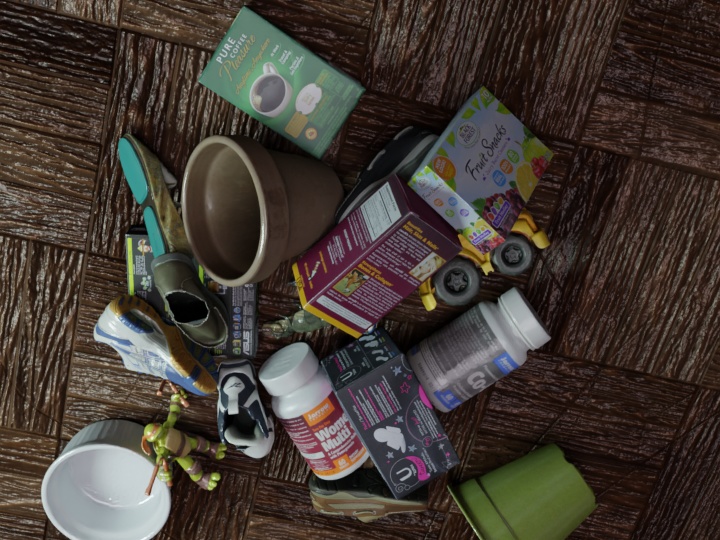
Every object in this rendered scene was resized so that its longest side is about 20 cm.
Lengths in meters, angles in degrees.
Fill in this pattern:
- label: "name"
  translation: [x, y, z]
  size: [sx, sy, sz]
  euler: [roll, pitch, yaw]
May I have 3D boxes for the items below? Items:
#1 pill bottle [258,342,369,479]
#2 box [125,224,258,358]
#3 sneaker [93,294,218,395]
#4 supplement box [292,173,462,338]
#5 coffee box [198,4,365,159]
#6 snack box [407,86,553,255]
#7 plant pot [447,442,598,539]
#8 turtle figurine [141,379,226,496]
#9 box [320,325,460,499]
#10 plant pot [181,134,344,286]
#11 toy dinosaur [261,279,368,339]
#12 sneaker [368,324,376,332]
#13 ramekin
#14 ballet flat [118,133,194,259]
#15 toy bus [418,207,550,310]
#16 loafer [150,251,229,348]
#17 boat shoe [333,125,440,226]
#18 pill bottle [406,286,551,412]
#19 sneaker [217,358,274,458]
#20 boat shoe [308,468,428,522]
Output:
- label: "pill bottle"
  translation: [-0.070, 0.218, 1.372]
  size: [0.109, 0.110, 0.200]
  euler: [-27, 111, 9]
- label: "box"
  translation: [-0.250, 0.035, 1.325]
  size: [0.192, 0.048, 0.201]
  euler: [3, 113, -1]
- label: "sneaker"
  translation: [-0.302, 0.122, 1.308]
  size: [0.200, 0.075, 0.088]
  euler: [43, 119, -11]
- label: "supplement box"
  translation: [0.020, -0.017, 1.168]
  size: [0.200, 0.086, 0.110]
  euler: [-41, 132, 21]
- label: "coffee box"
  translation: [-0.106, -0.257, 1.209]
  size: [0.200, 0.044, 0.123]
  euler: [30, 108, -14]
- label: "snack box"
  translation: [0.165, -0.138, 1.182]
  size: [0.142, 0.200, 0.053]
  euler: [41, 140, -8]
- label: "plant pot"
  translation: [0.273, 0.380, 1.428]
  size: [0.190, 0.200, 0.200]
  euler: [-35, 110, -2]
- label: "turtle figurine"
  translation: [-0.285, 0.282, 1.370]
  size: [0.064, 0.201, 0.161]
  euler: [-26, 133, 23]
- label: "box"
  translation: [0.041, 0.207, 1.299]
  size: [0.114, 0.132, 0.201]
  euler: [-29, 109, -4]
- label: "plant pot"
  translation: [-0.118, -0.088, 1.197]
  size: [0.174, 0.200, 0.201]
  euler: [-11, 119, -39]
- label: "toy dinosaur"
  translation: [-0.073, 0.056, 1.314]
  size: [0.199, 0.047, 0.089]
  euler: [-7, 106, 40]
- label: "sneaker"
  translation: [0.000, 0.000, 1.302]
  size: [0.075, 0.077, 0.201]
  euler: [-12, 111, 4]
- label: "ramekin"
  translation: [-0.397, 0.338, 1.416]
  size: [0.199, 0.098, 0.201]
  euler: [-1, 113, -1]
- label: "ballet flat"
  translation: [-0.282, -0.100, 1.246]
  size: [0.070, 0.071, 0.201]
  euler: [-21, 83, 7]
- label: "toy bus"
  translation: [0.145, -0.065, 1.265]
  size: [0.199, 0.136, 0.193]
  euler: [-27, 94, 8]
- label: "loafer"
  translation: [-0.240, 0.058, 1.242]
  size: [0.075, 0.070, 0.200]
  euler: [-18, 141, 6]
- label: "boat shoe"
  translation: [0.031, -0.124, 1.223]
  size: [0.200, 0.060, 0.076]
  euler: [-41, 144, -19]
- label: "pill bottle"
  translation: [0.180, 0.118, 1.338]
  size: [0.200, 0.114, 0.114]
  euler: [-35, 110, 12]
- label: "sneaker"
  translation: [-0.177, 0.248, 1.357]
  size: [0.079, 0.130, 0.200]
  euler: [-3, 126, -2]
- label: "boat shoe"
  translation: [0.013, 0.376, 1.467]
  size: [0.199, 0.076, 0.074]
  euler: [6, 118, 4]
